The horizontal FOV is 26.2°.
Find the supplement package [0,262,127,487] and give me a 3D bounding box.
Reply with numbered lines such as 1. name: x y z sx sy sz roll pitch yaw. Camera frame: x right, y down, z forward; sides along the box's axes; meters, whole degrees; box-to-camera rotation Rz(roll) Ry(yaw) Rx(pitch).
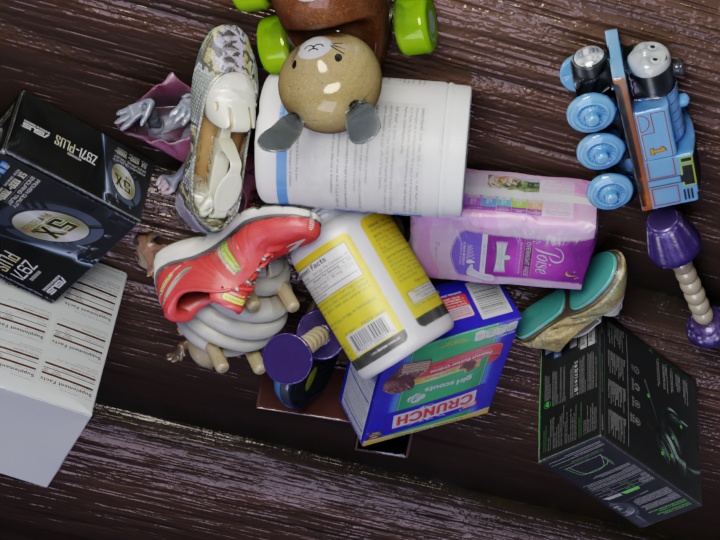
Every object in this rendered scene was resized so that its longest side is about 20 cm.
1. supplement package: -0.382 0.106 1.796 0.146 0.201 0.191 21 141 -16

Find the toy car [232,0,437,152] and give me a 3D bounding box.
1. toy car: -0.031 -0.185 1.360 0.163 0.201 0.158 -6 140 17

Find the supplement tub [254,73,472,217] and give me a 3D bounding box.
1. supplement tub: 0.004 -0.122 1.492 0.199 0.133 0.132 6 142 5

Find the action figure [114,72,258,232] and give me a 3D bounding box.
1. action figure: -0.153 -0.125 1.572 0.149 0.134 0.200 -50 140 1

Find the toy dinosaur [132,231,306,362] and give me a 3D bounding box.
1. toy dinosaur: -0.157 0.023 1.752 0.199 0.086 0.136 -1 122 -7

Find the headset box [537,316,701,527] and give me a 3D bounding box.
1. headset box: 0.304 0.174 1.781 0.200 0.175 0.093 33 135 -31

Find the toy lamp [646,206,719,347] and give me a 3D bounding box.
1. toy lamp: 0.347 0.007 1.642 0.058 0.058 0.200 -12 139 24

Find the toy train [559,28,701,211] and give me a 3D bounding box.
1. toy train: 0.257 -0.139 1.467 0.114 0.087 0.200 -12 136 11

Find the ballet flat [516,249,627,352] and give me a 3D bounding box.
1. ballet flat: 0.248 0.037 1.704 0.070 0.071 0.200 23 145 -19

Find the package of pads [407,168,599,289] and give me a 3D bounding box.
1. package of pads: 0.145 -0.043 1.613 0.199 0.076 0.121 5 145 4

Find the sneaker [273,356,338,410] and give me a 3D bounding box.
1. sneaker: -0.083 0.111 1.787 0.078 0.066 0.200 25 -173 8

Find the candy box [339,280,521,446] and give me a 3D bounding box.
1. candy box: 0.076 0.103 1.760 0.168 0.077 0.200 -14 148 -18

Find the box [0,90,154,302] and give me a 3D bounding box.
1. box: -0.344 -0.074 1.653 0.163 0.087 0.200 29 137 -26

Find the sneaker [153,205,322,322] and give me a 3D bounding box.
1. sneaker: -0.117 -0.001 1.531 0.199 0.085 0.077 -24 152 27

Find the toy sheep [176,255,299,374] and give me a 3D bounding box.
1. toy sheep: -0.131 0.024 1.640 0.137 0.138 0.200 22 120 -18

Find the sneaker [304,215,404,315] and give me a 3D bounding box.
1. sneaker: -0.011 0.002 1.713 0.070 0.076 0.200 29 120 -5

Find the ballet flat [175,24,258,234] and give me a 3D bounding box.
1. ballet flat: -0.125 -0.126 1.448 0.072 0.072 0.201 10 110 -3

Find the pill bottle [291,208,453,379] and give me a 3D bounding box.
1. pill bottle: 0.000 0.000 1.591 0.114 0.114 0.201 -33 86 41

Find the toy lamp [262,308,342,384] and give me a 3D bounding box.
1. toy lamp: -0.053 0.075 1.604 0.058 0.059 0.200 -2 -175 13

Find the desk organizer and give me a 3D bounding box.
1. desk organizer: -0.030 0.168 1.911 0.199 0.077 0.072 9 142 0
